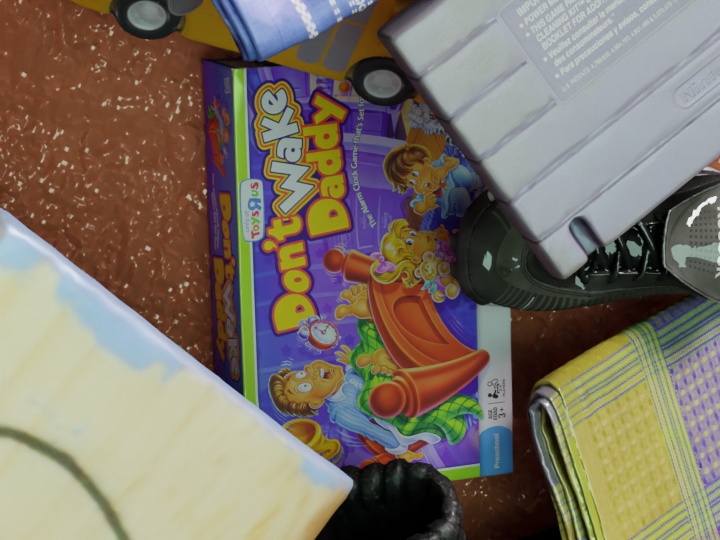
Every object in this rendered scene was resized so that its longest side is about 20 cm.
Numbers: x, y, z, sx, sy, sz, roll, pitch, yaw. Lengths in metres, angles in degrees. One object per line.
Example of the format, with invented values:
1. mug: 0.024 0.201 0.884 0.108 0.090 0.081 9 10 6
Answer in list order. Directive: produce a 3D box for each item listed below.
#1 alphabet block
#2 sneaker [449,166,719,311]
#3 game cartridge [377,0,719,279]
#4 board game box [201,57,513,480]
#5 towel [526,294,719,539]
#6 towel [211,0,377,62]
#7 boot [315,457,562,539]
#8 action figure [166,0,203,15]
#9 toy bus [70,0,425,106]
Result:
1. alphabet block: -0.158 0.093 1.003 0.195 0.196 0.200 38 85 -22
2. sneaker: 0.133 -0.016 1.126 0.199 0.090 0.067 -6 100 -40
3. game cartridge: 0.118 -0.108 0.973 0.200 0.038 0.130 -38 104 -2
4. board game box: 0.000 0.000 1.130 0.134 0.045 0.201 -6 102 -21
5. towel: 0.154 0.088 1.164 0.200 0.023 0.144 -28 102 -46
6. towel: 0.006 -0.185 0.917 0.199 0.024 0.145 -31 91 -9
7. boot: 0.053 0.137 1.131 0.210 0.079 0.158 -29 131 -14
8. action figure: -0.077 -0.191 0.990 0.117 0.201 0.055 -5 145 -23
9. toy bus: -0.044 -0.137 1.049 0.199 0.065 0.078 15 139 -10
